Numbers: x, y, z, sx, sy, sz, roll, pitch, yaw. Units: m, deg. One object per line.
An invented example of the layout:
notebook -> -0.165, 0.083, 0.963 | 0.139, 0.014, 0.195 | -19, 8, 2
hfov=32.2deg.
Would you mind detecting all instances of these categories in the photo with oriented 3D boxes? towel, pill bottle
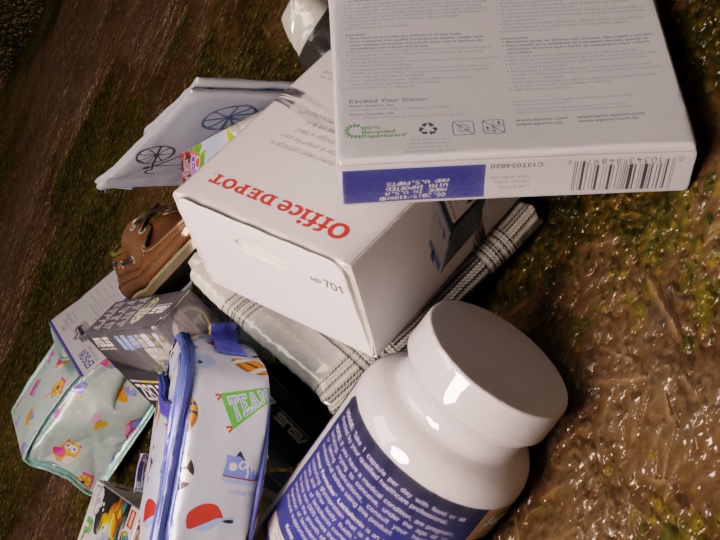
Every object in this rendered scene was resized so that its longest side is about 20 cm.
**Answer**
towel -> -0.007, -0.021, 0.841 | 0.192, 0.035, 0.200 | -42, 47, -10
pill bottle -> 0.028, 0.121, 0.737 | 0.200, 0.115, 0.116 | -56, 28, 27

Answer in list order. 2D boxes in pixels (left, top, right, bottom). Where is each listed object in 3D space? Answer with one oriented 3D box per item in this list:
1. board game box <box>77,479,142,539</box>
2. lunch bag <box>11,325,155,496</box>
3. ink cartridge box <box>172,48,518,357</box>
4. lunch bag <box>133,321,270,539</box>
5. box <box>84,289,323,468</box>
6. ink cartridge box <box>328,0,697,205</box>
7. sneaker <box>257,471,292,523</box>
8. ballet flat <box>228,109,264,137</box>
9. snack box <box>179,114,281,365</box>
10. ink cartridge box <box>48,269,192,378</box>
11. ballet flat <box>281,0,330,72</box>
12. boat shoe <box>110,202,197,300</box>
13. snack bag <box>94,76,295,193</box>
board game box -> -0.200, 0.268, 0.939 | 0.126, 0.034, 0.201 | 3, 74, 64
lunch bag -> -0.294, 0.121, 1.385 | 0.201, 0.122, 0.170 | -59, 23, 2
ink cartridge box -> 0.007, -0.061, 0.785 | 0.146, 0.086, 0.200 | 23, 58, 34
lunch bag -> -0.104, 0.115, 0.813 | 0.200, 0.075, 0.161 | -163, 80, -79
box -> -0.135, 0.091, 1.036 | 0.049, 0.161, 0.200 | -46, 17, -23
ink cartridge box -> 0.081, -0.125, 0.738 | 0.041, 0.199, 0.201 | 87, -179, -51
sneaker -> -0.051, 0.231, 0.861 | 0.076, 0.077, 0.201 | -45, 36, 39
ballet flat -> -0.063, -0.026, 0.954 | 0.069, 0.069, 0.201 | -20, 78, 58
snack box -> -0.089, -0.019, 1.062 | 0.168, 0.067, 0.201 | -11, 85, 61
ink cartridge box -> -0.219, 0.028, 1.293 | 0.200, 0.047, 0.198 | -43, 26, -7
ballet flat -> -0.032, -0.230, 1.122 | 0.068, 0.068, 0.200 | -58, 10, 41
boat shoe -> -0.170, -0.020, 1.047 | 0.072, 0.068, 0.200 | -33, -2, -34
snack bag -> -0.123, -0.124, 1.151 | 0.200, 0.188, 0.021 | -33, 70, 48
